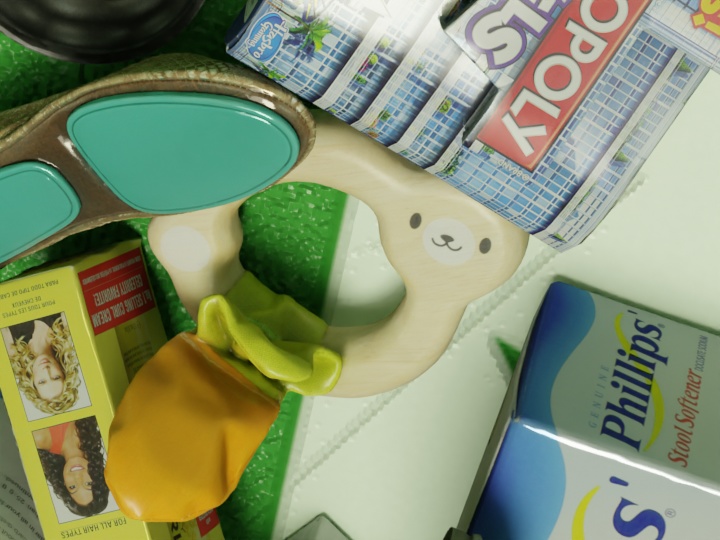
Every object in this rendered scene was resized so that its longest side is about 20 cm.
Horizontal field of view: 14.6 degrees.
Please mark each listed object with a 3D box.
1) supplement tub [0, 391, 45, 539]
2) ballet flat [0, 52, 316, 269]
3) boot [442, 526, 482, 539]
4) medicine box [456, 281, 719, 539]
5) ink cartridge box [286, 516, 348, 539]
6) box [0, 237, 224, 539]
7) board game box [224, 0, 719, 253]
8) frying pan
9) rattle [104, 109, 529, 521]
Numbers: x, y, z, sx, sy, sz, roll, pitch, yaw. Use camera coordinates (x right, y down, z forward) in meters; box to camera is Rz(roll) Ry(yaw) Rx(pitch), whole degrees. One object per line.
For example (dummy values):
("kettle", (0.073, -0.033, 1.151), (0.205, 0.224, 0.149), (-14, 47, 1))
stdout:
("supplement tub", (-0.183, 0.139, 1.154), (0.131, 0.200, 0.133), (6, 123, 9))
("ballet flat", (-0.098, -0.052, 1.088), (0.199, 0.065, 0.071), (-13, 126, 30))
("boot", (0.107, 0.188, 1.070), (0.199, 0.073, 0.182), (18, 138, 10))
("medicine box", (0.135, 0.131, 1.132), (0.199, 0.103, 0.183), (18, 124, 1))
("ink cartridge box", (0.007, 0.218, 1.238), (0.115, 0.068, 0.200), (-36, 107, 29))
("box", (-0.095, 0.093, 1.140), (0.050, 0.075, 0.201), (-15, 94, 20))
("board game box", (0.085, -0.106, 0.997), (0.199, 0.062, 0.201), (30, 108, -11))
("frying pan", (-0.141, -0.147, 1.065), (0.189, 0.031, 0.115), (23, 124, 3))
("rattle", (0.000, 0.000, 1.065), (0.199, 0.143, 0.131), (-17, 98, 29))
